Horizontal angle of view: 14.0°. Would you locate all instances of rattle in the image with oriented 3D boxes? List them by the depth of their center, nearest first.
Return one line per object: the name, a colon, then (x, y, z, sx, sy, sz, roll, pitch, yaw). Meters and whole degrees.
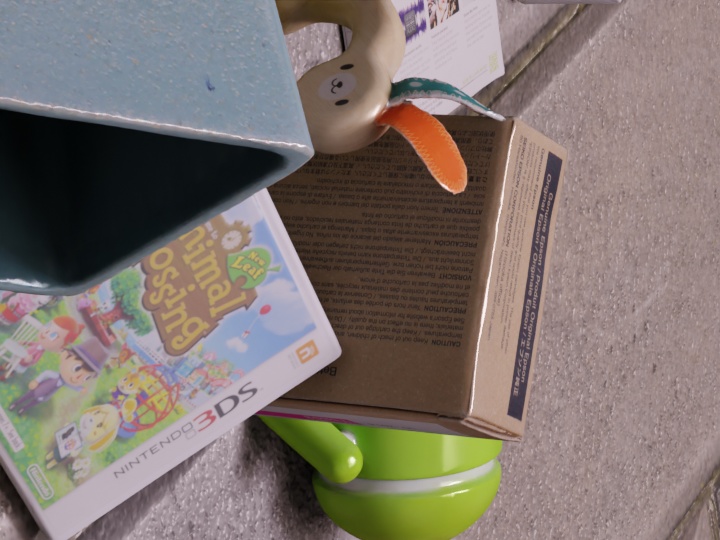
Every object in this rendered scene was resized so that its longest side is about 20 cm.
rattle: (-0.025, -0.132, 1.515, 0.130, 0.200, 0.144, -23, 124, -26)

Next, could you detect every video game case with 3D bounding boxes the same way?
video game case: (-0.116, 0.023, 1.447, 0.182, 0.022, 0.200, -34, 133, -10)

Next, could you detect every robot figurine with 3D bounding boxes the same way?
robot figurine: (0.025, 0.072, 1.717, 0.175, 0.115, 0.201, -20, 111, -52)

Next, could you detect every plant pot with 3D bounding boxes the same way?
plant pot: (-0.161, -0.120, 1.262, 0.196, 0.195, 0.201, 8, 66, -38)

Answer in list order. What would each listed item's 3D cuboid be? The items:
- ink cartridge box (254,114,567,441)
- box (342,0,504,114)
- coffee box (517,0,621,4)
ink cartridge box: (0.000, 0.000, 1.579, 0.075, 0.199, 0.166, 24, 73, -58)
box: (0.032, -0.192, 1.783, 0.144, 0.036, 0.201, -37, 126, -53)
coffee box: (0.136, -0.288, 1.908, 0.113, 0.079, 0.201, 41, 58, -53)
